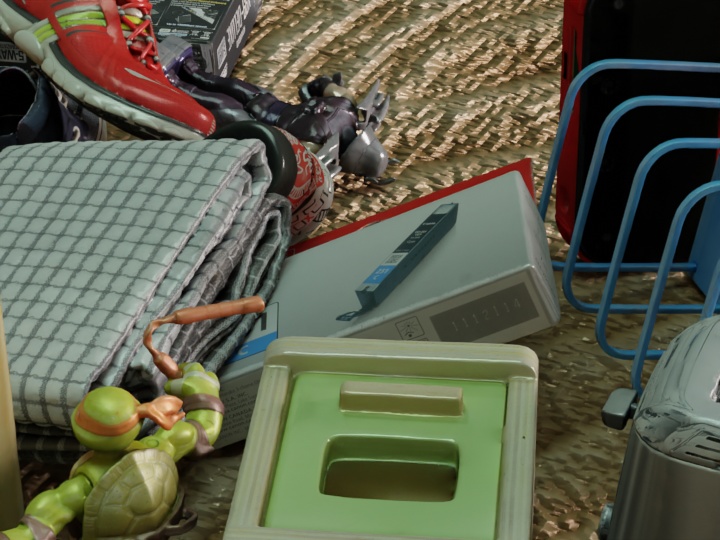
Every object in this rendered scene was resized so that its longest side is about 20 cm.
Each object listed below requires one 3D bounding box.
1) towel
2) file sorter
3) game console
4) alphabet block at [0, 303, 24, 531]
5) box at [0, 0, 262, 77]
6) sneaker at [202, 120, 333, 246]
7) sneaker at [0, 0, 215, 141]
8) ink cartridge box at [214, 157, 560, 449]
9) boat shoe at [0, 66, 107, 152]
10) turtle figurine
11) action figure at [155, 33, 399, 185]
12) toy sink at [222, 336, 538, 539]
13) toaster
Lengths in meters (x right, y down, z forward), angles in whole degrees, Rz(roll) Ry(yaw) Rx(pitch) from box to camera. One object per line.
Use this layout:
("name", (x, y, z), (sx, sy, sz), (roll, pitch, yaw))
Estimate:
("towel", (-0.143, 0.019, 1.101), (0.165, 0.086, 0.200), (3, 43, 26))
("file sorter", (0.185, -0.010, 1.118), (0.122, 0.139, 0.200), (1, 30, -20))
("game console", (0.198, -0.095, 1.215), (0.176, 0.201, 0.031), (-7, 33, -10))
("alphabet block", (-0.274, 0.092, 0.932), (0.195, 0.201, 0.196), (16, 36, 26))
("box", (-0.179, -0.177, 1.498), (0.199, 0.050, 0.158), (4, 32, 8))
("sneaker", (-0.112, -0.023, 1.245), (0.201, 0.068, 0.108), (-23, -14, 17))
("sneaker", (-0.148, -0.140, 1.277), (0.200, 0.085, 0.077), (40, 6, 33))
("ink cartridge box", (0.000, 0.000, 1.153), (0.199, 0.045, 0.176), (-21, 30, 11))
("boat shoe", (-0.198, -0.095, 1.328), (0.074, 0.093, 0.200), (-1, 32, -1))
("turtle figurine", (-0.098, 0.106, 0.941), (0.064, 0.162, 0.200), (21, 38, 31))
("action figure", (-0.066, -0.095, 1.352), (0.199, 0.070, 0.130), (23, 31, 13))
("toy sink", (0.015, 0.102, 0.990), (0.130, 0.113, 0.200), (3, 32, 6))
("toaster", (0.202, 0.104, 0.952), (0.199, 0.130, 0.114), (12, 35, 19))
